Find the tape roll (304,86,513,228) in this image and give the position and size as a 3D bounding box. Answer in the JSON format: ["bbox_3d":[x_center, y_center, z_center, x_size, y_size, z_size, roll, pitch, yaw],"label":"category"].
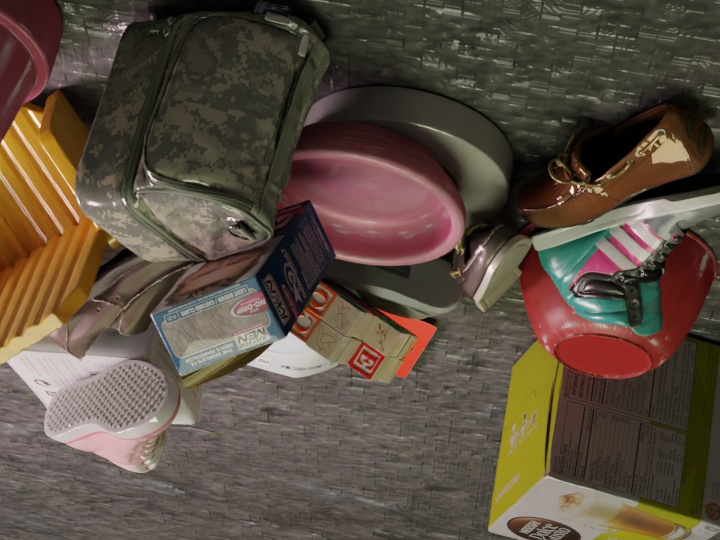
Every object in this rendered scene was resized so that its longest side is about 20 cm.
[{"bbox_3d":[0.038,-0.097,1.656,0.201,0.037,0.203,9,154,4],"label":"tape roll"}]

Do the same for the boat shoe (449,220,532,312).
[{"bbox_3d":[0.114,-0.011,1.681,0.060,0.072,0.200,45,176,8],"label":"boat shoe"}]

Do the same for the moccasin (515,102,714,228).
[{"bbox_3d":[0.204,-0.090,1.560,0.078,0.074,0.201,37,149,-25],"label":"moccasin"}]

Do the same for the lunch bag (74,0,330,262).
[{"bbox_3d":[-0.120,-0.114,1.510,0.167,0.201,0.139,0,153,33],"label":"lunch bag"}]

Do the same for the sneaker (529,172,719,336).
[{"bbox_3d":[0.256,-0.007,1.615,0.199,0.084,0.121,-17,99,32],"label":"sneaker"}]

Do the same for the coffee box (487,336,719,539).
[{"bbox_3d":[0.264,0.182,1.931,0.197,0.201,0.200,16,153,-8],"label":"coffee box"}]

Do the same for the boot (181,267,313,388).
[{"bbox_3d":[-0.141,0.012,1.726,0.073,0.156,0.200,-25,168,-40],"label":"boot"}]

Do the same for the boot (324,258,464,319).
[{"bbox_3d":[0.000,0.000,1.829,0.199,0.074,0.096,25,159,-12],"label":"boot"}]

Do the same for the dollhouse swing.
[{"bbox_3d":[-0.334,-0.027,1.662,0.199,0.176,0.182,-30,100,23],"label":"dollhouse swing"}]

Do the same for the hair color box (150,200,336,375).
[{"bbox_3d":[-0.094,0.011,1.535,0.100,0.200,0.061,-21,105,18],"label":"hair color box"}]

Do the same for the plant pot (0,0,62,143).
[{"bbox_3d":[-0.369,-0.157,1.545,0.199,0.180,0.200,9,155,4],"label":"plant pot"}]

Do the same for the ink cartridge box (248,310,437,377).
[{"bbox_3d":[-0.031,0.081,2.029,0.199,0.048,0.160,17,153,-5],"label":"ink cartridge box"}]

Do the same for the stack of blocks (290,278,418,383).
[{"bbox_3d":[-0.018,0.055,1.832,0.115,0.059,0.200,34,-178,12],"label":"stack of blocks"}]

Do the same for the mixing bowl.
[{"bbox_3d":[0.238,0.035,1.757,0.199,0.109,0.200,10,154,5],"label":"mixing bowl"}]

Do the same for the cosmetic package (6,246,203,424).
[{"bbox_3d":[-0.242,0.028,1.836,0.164,0.201,0.165,3,153,14],"label":"cosmetic package"}]

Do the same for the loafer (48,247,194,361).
[{"bbox_3d":[-0.208,0.019,1.680,0.199,0.073,0.071,-29,103,27],"label":"loafer"}]

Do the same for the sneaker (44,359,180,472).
[{"bbox_3d":[-0.208,0.142,1.741,0.104,0.076,0.200,29,153,-33],"label":"sneaker"}]

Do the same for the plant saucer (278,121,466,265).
[{"bbox_3d":[-0.002,-0.072,1.624,0.199,0.051,0.201,11,155,5],"label":"plant saucer"}]
